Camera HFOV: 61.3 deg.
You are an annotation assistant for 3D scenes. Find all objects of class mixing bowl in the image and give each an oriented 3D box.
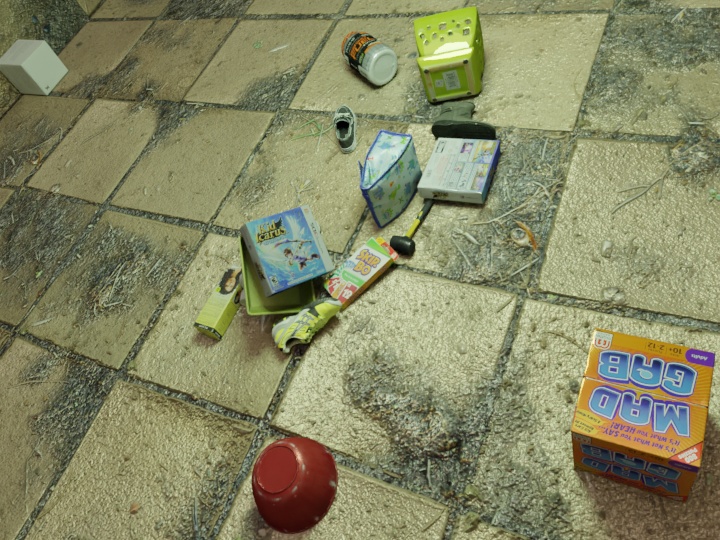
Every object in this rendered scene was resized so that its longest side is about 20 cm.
[{"bbox_3d":[-0.156,0.436,1.287,0.196,0.109,0.204,-11,53,15],"label":"mixing bowl"}]

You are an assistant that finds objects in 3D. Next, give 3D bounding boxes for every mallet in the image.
[{"bbox_3d":[0.155,-0.123,1.602,0.065,0.041,0.201,25,65,35],"label":"mallet"}]

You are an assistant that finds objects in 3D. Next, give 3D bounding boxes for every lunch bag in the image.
[{"bbox_3d":[0.071,-0.242,1.630,0.125,0.171,0.203,14,64,28],"label":"lunch bag"}]

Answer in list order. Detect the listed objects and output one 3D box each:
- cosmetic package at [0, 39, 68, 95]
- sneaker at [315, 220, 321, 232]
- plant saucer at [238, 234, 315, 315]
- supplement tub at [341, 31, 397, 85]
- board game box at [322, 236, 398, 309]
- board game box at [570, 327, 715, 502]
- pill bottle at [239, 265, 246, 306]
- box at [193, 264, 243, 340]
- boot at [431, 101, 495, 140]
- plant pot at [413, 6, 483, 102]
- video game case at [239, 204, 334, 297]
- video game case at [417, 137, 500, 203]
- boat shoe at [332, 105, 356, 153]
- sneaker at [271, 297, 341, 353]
[{"bbox_3d":[-1.457,-0.901,2.700,0.196,0.168,0.169,12,61,27],"label":"cosmetic package"},{"bbox_3d":[-0.173,-0.065,1.663,0.074,0.077,0.204,6,62,23],"label":"sneaker"},{"bbox_3d":[-0.219,0.015,1.553,0.048,0.196,0.205,-25,71,52],"label":"plant saucer"},{"bbox_3d":[0.025,-0.705,2.004,0.122,0.123,0.200,-37,51,-7],"label":"supplement tub"},{"bbox_3d":[0.000,0.000,1.568,0.199,0.030,0.096,-41,52,-3],"label":"board game box"},{"bbox_3d":[0.501,0.258,1.091,0.196,0.201,0.203,10,60,27],"label":"board game box"},{"bbox_3d":[-0.264,-0.003,1.628,0.108,0.111,0.204,-2,65,20],"label":"pill bottle"},{"bbox_3d":[-0.370,0.084,1.655,0.074,0.050,0.203,10,62,28],"label":"box"},{"bbox_3d":[0.307,-0.439,1.746,0.196,0.068,0.132,12,56,26],"label":"boot"},{"bbox_3d":[0.267,-0.629,1.813,0.194,0.201,0.185,-5,60,17],"label":"plant pot"},{"bbox_3d":[-0.182,-0.053,1.534,0.198,0.185,0.045,-22,-3,-38],"label":"video game case"},{"bbox_3d":[0.269,-0.273,1.645,0.178,0.046,0.202,8,55,26],"label":"video game case"},{"bbox_3d":[-0.054,-0.458,1.896,0.072,0.068,0.203,-11,53,14],"label":"boat shoe"},{"bbox_3d":[-0.127,0.138,1.515,0.198,0.075,0.077,-31,57,12],"label":"sneaker"}]
